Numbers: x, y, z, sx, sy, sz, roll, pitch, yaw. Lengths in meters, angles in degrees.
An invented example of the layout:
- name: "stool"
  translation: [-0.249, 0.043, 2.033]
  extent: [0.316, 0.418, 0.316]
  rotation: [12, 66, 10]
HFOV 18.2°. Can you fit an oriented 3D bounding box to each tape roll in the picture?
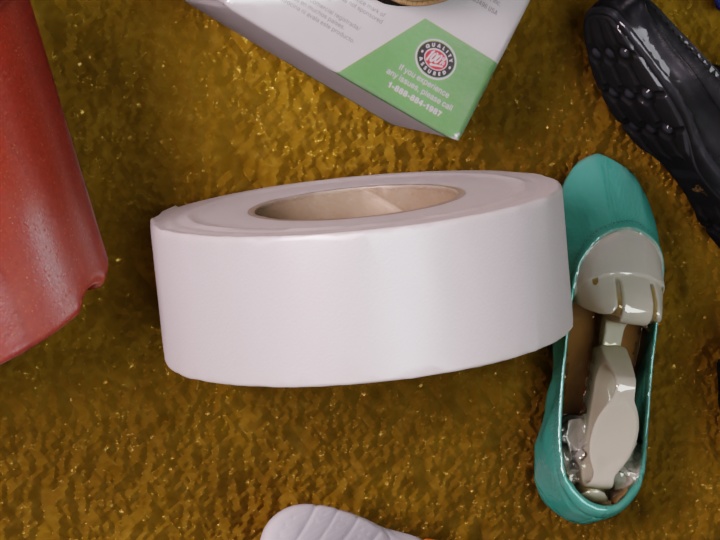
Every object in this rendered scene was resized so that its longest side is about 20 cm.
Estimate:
- name: "tape roll"
  translation: [0.000, 0.000, 1.081]
  extent: [0.202, 0.202, 0.071]
  rotation: [-9, 101, -19]

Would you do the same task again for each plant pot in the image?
- name: "plant pot"
  translation: [-0.215, -0.060, 1.005]
  extent: [0.200, 0.201, 0.196]
  rotation: [-26, 114, -16]

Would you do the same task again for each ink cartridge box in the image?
- name: "ink cartridge box"
  translation: [0.022, -0.188, 1.125]
  extent: [0.145, 0.087, 0.200]
  rotation: [28, 88, -23]

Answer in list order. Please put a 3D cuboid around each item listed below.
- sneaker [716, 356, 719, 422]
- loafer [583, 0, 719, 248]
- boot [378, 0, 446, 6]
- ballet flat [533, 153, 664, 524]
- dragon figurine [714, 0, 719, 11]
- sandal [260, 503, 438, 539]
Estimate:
- name: "sneaker"
  translation: [0.270, 0.076, 1.276]
  extent: [0.115, 0.076, 0.200]
  rotation: [-39, 130, 20]
- name: "loafer"
  translation: [0.192, -0.080, 1.217]
  extent: [0.070, 0.068, 0.201]
  rotation: [-49, 116, -16]
- name: "boot"
  translation: [0.109, -0.175, 1.041]
  extent: [0.200, 0.138, 0.078]
  rotation: [-34, 109, -17]
- name: "ballet flat"
  translation: [0.135, 0.040, 1.206]
  extent: [0.067, 0.070, 0.201]
  rotation: [3, 96, -21]
- name: "dragon figurine"
  translation: [0.198, -0.239, 1.199]
  extent: [0.099, 0.059, 0.201]
  rotation: [-22, 106, -17]
- name: "sandal"
  translation: [0.017, 0.176, 1.184]
  extent: [0.206, 0.059, 0.079]
  rotation: [30, 57, -31]
